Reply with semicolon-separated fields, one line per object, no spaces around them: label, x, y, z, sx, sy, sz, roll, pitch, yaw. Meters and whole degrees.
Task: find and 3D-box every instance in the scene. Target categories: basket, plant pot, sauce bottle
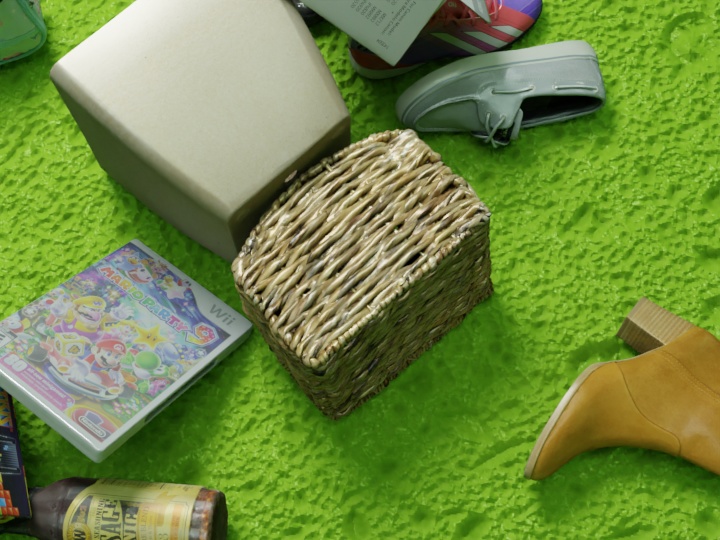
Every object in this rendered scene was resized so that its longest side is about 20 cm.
basket;0.000;0.000;0.854;0.199;0.149;0.143;-40;66;-10
plant pot;-0.112;-0.126;0.877;0.200;0.200;0.177;-42;79;-12
sauce bottle;-0.208;0.201;0.824;0.196;0.066;0.067;1;69;7

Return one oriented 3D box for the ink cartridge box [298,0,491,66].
ink cartridge box;0.015;-0.277;0.885;0.174;0.084;0.202;30;34;-24

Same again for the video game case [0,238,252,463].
video game case;-0.200;0.057;0.842;0.142;0.018;0.200;34;39;13

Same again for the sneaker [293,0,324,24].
sneaker;-0.052;-0.352;0.995;0.073;0.116;0.204;3;69;3

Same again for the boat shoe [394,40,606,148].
boat shoe;0.133;-0.155;0.939;0.197;0.070;0.073;-14;66;-6

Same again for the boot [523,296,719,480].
boot;0.239;0.128;0.828;0.143;0.071;0.201;37;70;17

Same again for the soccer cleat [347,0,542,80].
soccer cleat;0.083;-0.239;0.970;0.196;0.073;0.069;-16;69;-4

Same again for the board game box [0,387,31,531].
board game box;-0.371;0.150;0.823;0.197;0.057;0.168;-23;68;15

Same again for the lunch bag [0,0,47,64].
lunch bag;-0.397;-0.241;0.949;0.197;0.161;0.078;-18;64;2
